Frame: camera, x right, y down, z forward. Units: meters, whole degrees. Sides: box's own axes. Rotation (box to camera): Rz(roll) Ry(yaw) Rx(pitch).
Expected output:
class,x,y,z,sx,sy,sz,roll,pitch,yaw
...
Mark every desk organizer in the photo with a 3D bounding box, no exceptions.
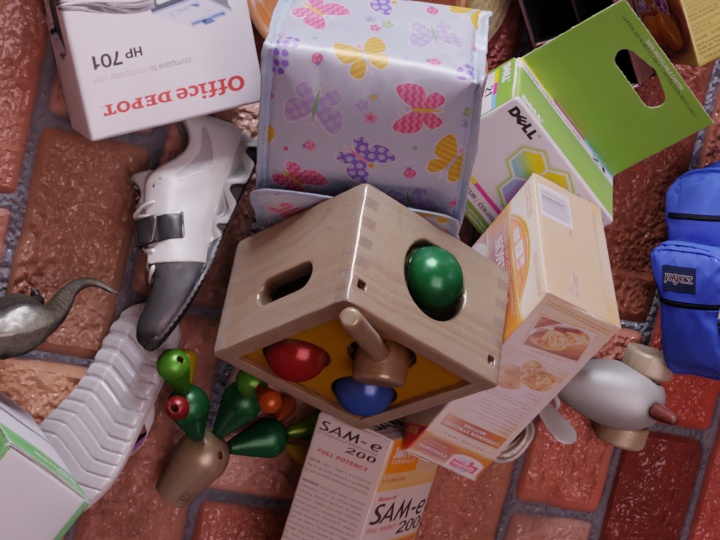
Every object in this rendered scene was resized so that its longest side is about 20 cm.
class,x,y,z,sx,sy,sz,roll,pitch,yaw
desk organizer,0.178,-0.236,1.367,0.077,0.072,0.200,-44,120,-48

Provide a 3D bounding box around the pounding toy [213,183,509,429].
class,x,y,z,sx,sy,sz,roll,pitch,yaw
pounding toy,0.003,0.038,1.211,0.184,0.200,0.142,30,55,-32

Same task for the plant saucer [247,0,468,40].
class,x,y,z,sx,sy,sz,roll,pitch,yaw
plant saucer,-0.004,-0.240,1.277,0.037,0.200,0.201,-45,122,-54

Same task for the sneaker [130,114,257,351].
class,x,y,z,sx,sy,sz,roll,pitch,yaw
sneaker,-0.152,-0.034,1.298,0.088,0.074,0.200,24,70,-10

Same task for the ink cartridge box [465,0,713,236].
class,x,y,z,sx,sy,sz,roll,pitch,yaw
ink cartridge box,0.171,-0.110,1.354,0.200,0.076,0.148,-29,116,27

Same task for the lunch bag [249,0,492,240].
class,x,y,z,sx,sy,sz,roll,pitch,yaw
lunch bag,0.006,-0.100,1.243,0.169,0.127,0.200,10,132,1

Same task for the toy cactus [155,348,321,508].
class,x,y,z,sx,sy,sz,roll,pitch,yaw
toy cactus,-0.103,0.131,1.341,0.165,0.102,0.200,-52,145,12

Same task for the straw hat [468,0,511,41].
class,x,y,z,sx,sy,sz,roll,pitch,yaw
straw hat,0.056,-0.243,1.328,0.201,0.085,0.202,-4,103,-20

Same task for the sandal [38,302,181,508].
class,x,y,z,sx,sy,sz,roll,pitch,yaw
sandal,-0.204,0.123,1.328,0.203,0.082,0.050,-55,157,-4

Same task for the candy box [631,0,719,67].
class,x,y,z,sx,sy,sz,roll,pitch,yaw
candy box,0.247,-0.276,1.377,0.056,0.117,0.200,-26,109,-17

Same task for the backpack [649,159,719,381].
class,x,y,z,sx,sy,sz,roll,pitch,yaw
backpack,0.348,-0.003,1.442,0.168,0.162,0.201,-13,101,-33

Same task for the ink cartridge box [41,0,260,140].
class,x,y,z,sx,sy,sz,roll,pitch,yaw
ink cartridge box,-0.167,-0.214,1.251,0.146,0.086,0.200,-16,106,-17

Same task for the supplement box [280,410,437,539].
class,x,y,z,sx,sy,sz,roll,pitch,yaw
supplement box,-0.006,0.221,1.383,0.126,0.073,0.200,3,105,-65

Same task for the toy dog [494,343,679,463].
class,x,y,z,sx,sy,sz,roll,pitch,yaw
toy dog,0.205,0.111,1.459,0.200,0.096,0.132,-7,104,-20

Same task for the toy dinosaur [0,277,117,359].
class,x,y,z,sx,sy,sz,roll,pitch,yaw
toy dinosaur,-0.284,0.045,1.254,0.200,0.102,0.077,2,101,-20

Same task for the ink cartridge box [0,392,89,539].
class,x,y,z,sx,sy,sz,roll,pitch,yaw
ink cartridge box,-0.299,0.173,1.225,0.084,0.200,0.146,40,86,-26

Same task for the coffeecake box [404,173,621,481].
class,x,y,z,sx,sy,sz,roll,pitch,yaw
coffeecake box,0.117,0.047,1.329,0.073,0.154,0.200,25,125,-19
